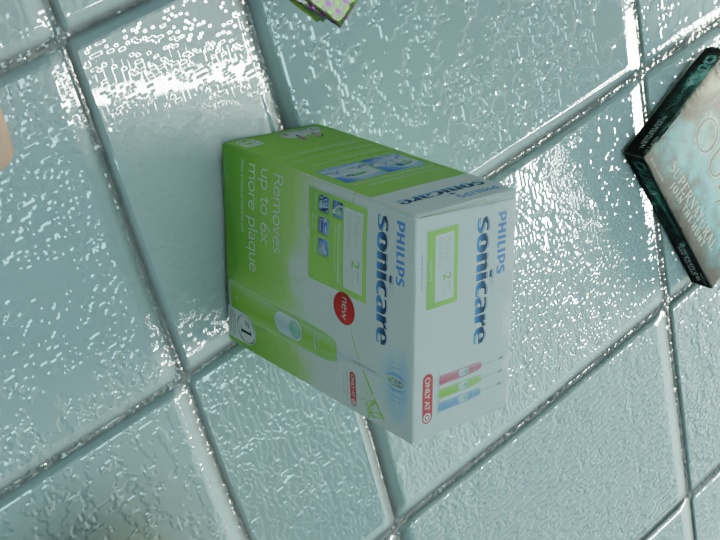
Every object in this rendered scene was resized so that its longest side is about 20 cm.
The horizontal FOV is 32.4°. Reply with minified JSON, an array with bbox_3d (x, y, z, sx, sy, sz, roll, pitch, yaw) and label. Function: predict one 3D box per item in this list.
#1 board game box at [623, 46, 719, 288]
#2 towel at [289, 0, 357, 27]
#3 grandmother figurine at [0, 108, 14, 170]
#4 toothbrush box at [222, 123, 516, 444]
[{"bbox_3d":[0.328,-0.094,1.172,0.135,0.028,0.200,-51,132,-13],"label":"board game box"},{"bbox_3d":[-0.056,-0.253,0.716,0.200,0.023,0.144,32,93,-23],"label":"towel"},{"bbox_3d":[-0.212,-0.120,0.609,0.200,0.060,0.121,97,-2,-50],"label":"grandmother figurine"},{"bbox_3d":[0.000,0.000,0.799,0.086,0.200,0.146,-17,118,-37],"label":"toothbrush box"}]
